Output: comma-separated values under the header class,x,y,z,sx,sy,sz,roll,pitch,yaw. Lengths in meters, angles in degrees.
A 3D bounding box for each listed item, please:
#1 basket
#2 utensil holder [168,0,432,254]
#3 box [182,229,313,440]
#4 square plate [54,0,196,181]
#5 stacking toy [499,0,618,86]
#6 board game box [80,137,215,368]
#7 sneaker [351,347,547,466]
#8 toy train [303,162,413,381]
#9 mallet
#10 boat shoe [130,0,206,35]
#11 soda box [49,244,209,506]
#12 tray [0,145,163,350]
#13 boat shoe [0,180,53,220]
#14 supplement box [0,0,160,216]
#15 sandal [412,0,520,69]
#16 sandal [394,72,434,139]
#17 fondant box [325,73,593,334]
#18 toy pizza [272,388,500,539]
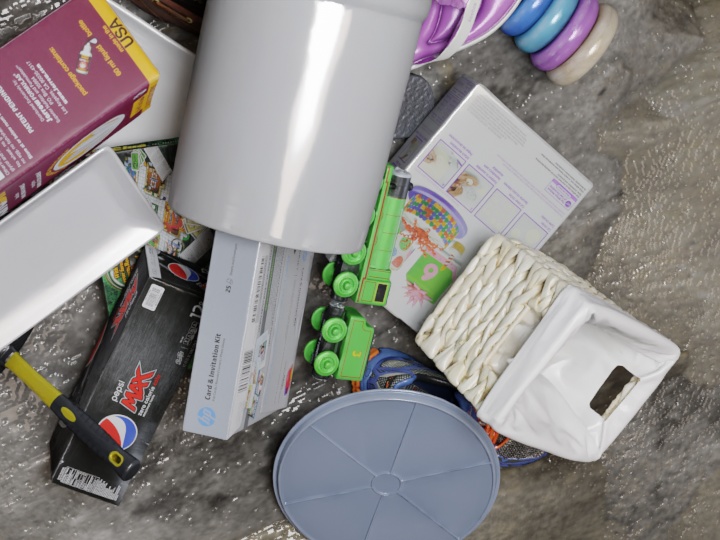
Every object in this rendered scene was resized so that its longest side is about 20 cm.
class,x,y,z,sx,sy,sz,roll,pitch,yaw
basket,0.160,0.066,1.308,0.136,0.123,0.200,-53,145,10
utensil holder,-0.049,-0.129,1.158,0.169,0.170,0.202,9,101,-20
box,-0.086,0.044,1.234,0.041,0.200,0.157,11,95,11
square plate,-0.179,-0.094,1.247,0.199,0.028,0.199,30,104,-19
stacking toy,0.128,-0.252,1.330,0.200,0.085,0.086,37,85,-16
board game box,-0.164,-0.009,1.256,0.104,0.023,0.201,-9,114,-9
sneaker,0.087,0.133,1.365,0.199,0.078,0.076,20,91,-20
toy train,0.000,0.000,1.280,0.056,0.042,0.201,8,106,-23
mallet,-0.251,0.107,1.204,0.066,0.200,0.041,-45,152,0
boat shoe,-0.100,-0.216,1.259,0.199,0.070,0.071,11,90,-21
soda box,-0.186,0.085,1.241,0.063,0.071,0.201,22,107,-20
tray,-0.256,-0.011,1.183,0.199,0.022,0.108,-37,140,-7
boat shoe,-0.341,-0.074,1.182,0.199,0.066,0.072,4,106,-8
supplement box,-0.252,-0.107,1.116,0.200,0.110,0.086,-38,92,-13
sandal,0.062,-0.212,1.270,0.202,0.050,0.083,-34,102,-3
sandal,-0.033,-0.140,1.312,0.199,0.043,0.077,1,105,-26
fondant box,0.083,-0.048,1.332,0.144,0.058,0.200,39,95,-19
toy pizza,0.023,0.177,1.336,0.198,0.032,0.201,0,124,0
